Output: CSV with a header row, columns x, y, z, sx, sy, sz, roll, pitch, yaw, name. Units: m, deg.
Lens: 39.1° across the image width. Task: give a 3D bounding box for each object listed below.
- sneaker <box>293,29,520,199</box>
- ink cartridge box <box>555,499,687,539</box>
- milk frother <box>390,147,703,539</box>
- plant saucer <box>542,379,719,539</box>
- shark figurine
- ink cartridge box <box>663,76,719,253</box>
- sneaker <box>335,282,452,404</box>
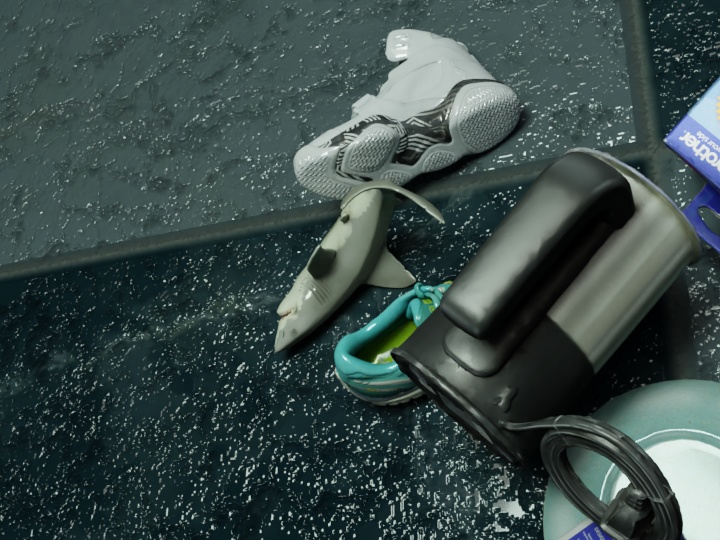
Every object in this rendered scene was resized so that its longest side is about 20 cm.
x,y,z,sx,sy,sz,roll,pitch,yaw,name
0.027,-0.137,0.872,0.199,0.075,0.115,-20,53,-8,sneaker
0.138,0.229,0.649,0.200,0.039,0.100,-42,55,22,ink cartridge box
0.152,0.045,0.639,0.200,0.181,0.188,41,83,10,milk frother
0.217,0.163,0.675,0.200,0.039,0.202,-10,63,20,plant saucer
0.012,-0.018,0.822,0.089,0.215,0.128,33,46,-4,shark figurine
0.310,-0.096,0.701,0.136,0.076,0.200,45,109,20,ink cartridge box
0.072,0.039,0.768,0.200,0.080,0.078,-31,58,7,sneaker
